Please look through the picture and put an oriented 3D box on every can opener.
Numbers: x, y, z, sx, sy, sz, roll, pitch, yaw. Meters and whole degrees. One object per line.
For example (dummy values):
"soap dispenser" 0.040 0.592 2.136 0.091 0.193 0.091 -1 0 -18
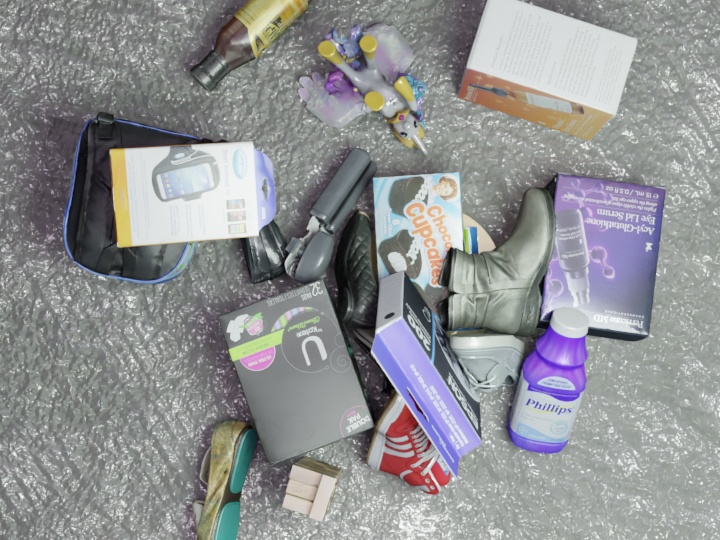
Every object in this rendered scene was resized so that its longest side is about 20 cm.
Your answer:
"can opener" -0.032 -0.068 1.470 0.067 0.053 0.201 26 77 33

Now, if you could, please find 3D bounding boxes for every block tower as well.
"block tower" -0.059 0.270 1.377 0.057 0.200 0.054 17 84 2

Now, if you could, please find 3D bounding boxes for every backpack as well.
"backpack" -0.288 -0.084 1.441 0.182 0.147 0.202 13 87 -4

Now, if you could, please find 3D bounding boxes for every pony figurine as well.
"pony figurine" 0.012 -0.246 1.456 0.166 0.200 0.193 -42 70 3

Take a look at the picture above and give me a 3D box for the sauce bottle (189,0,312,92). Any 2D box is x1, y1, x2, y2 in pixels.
"sauce bottle" -0.150 -0.328 1.511 0.066 0.066 0.200 44 88 4

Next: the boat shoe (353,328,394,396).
"boat shoe" 0.057 0.150 1.449 0.062 0.075 0.200 -43 95 15

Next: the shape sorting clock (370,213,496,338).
"shape sorting clock" 0.094 0.013 1.484 0.198 0.039 0.202 0 90 10

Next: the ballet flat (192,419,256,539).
"ballet flat" -0.187 0.295 1.449 0.070 0.071 0.202 12 85 1

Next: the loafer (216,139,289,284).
"loafer" -0.160 -0.079 1.480 0.070 0.068 0.202 -25 88 -12

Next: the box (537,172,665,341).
"box" 0.310 -0.015 1.455 0.147 0.104 0.202 7 84 0

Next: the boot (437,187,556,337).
"boot" 0.171 -0.015 1.397 0.130 0.068 0.202 9 91 -15

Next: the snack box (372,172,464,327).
"snack box" 0.080 -0.025 1.447 0.115 0.037 0.202 -4 90 9

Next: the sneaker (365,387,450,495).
"sneaker" 0.075 0.213 1.387 0.112 0.201 0.071 27 57 10

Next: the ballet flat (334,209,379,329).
"ballet flat" 0.000 0.000 1.444 0.056 0.067 0.201 16 45 -18

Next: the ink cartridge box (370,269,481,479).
"ink cartridge box" 0.084 0.121 1.340 0.043 0.200 0.199 -28 109 16

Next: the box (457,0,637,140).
"box" 0.242 -0.266 1.457 0.199 0.152 0.107 18 85 3

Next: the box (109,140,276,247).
"box" -0.206 -0.097 1.362 0.198 0.041 0.120 -5 99 -16

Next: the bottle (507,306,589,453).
"bottle" 0.246 0.141 1.407 0.083 0.065 0.201 10 122 -1

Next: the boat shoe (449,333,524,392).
"boat shoe" 0.166 0.118 1.396 0.070 0.201 0.072 -1 81 24

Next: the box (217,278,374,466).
"box" -0.079 0.132 1.430 0.147 0.124 0.201 -20 85 -1
